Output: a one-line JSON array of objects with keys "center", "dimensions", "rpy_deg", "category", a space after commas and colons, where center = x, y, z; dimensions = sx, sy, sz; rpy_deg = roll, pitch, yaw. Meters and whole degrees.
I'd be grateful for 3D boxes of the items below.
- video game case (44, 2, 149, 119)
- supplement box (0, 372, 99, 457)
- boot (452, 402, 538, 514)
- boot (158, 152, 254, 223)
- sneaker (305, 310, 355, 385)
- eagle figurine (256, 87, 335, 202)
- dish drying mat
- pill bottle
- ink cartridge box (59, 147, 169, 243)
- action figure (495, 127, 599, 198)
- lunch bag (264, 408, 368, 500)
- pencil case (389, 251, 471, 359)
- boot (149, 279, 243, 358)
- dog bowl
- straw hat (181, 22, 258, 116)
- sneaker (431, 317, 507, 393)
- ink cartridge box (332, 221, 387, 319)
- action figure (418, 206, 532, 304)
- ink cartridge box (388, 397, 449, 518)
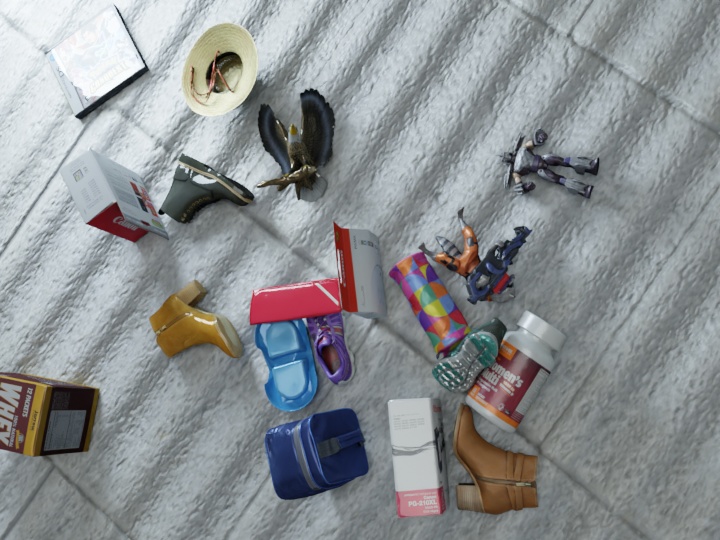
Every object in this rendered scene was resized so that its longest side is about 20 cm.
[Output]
[{"center": [-0.592, -0.468, 1.935], "dimensions": [0.198, 0.025, 0.183], "rpy_deg": [-32, 76, 8], "category": "video game case"}, {"center": [-0.674, 0.287, 1.753], "dimensions": [0.192, 0.200, 0.136], "rpy_deg": [8, 83, 14], "category": "supplement box"}, {"center": [0.248, 0.342, 1.586], "dimensions": [0.151, 0.074, 0.206], "rpy_deg": [-4, 93, 14], "category": "boot"}, {"center": [-0.322, -0.141, 1.802], "dimensions": [0.198, 0.077, 0.141], "rpy_deg": [29, 94, 29], "category": "boot"}, {"center": [-0.064, 0.123, 1.687], "dimensions": [0.079, 0.083, 0.204], "rpy_deg": [-25, 74, 8], "category": "sneaker"}, {"center": [-0.129, -0.255, 1.754], "dimensions": [0.149, 0.152, 0.203], "rpy_deg": [14, 46, -23], "category": "eagle figurine"}, {"center": [-0.126, 0.059, 1.693], "dimensions": [0.195, 0.018, 0.079], "rpy_deg": [-8, 63, 18], "category": "dish drying mat"}, {"center": [0.285, 0.183, 1.578], "dimensions": [0.108, 0.109, 0.203], "rpy_deg": [32, 90, 16], "category": "pill bottle"}, {"center": [-0.497, -0.131, 1.770], "dimensions": [0.083, 0.200, 0.178], "rpy_deg": [-32, 75, 7], "category": "ink cartridge box"}, {"center": [0.349, -0.200, 1.642], "dimensions": [0.196, 0.069, 0.133], "rpy_deg": [16, 95, 20], "category": "action figure"}, {"center": [-0.067, 0.336, 1.604], "dimensions": [0.130, 0.199, 0.139], "rpy_deg": [-21, 79, 28], "category": "lunch bag"}, {"center": [0.133, 0.066, 1.649], "dimensions": [0.087, 0.088, 0.203], "rpy_deg": [-30, 76, 7], "category": "pencil case"}, {"center": [-0.339, 0.136, 1.768], "dimensions": [0.144, 0.071, 0.202], "rpy_deg": [-42, 71, 11], "category": "boot"}, {"center": [-0.142, 0.176, 1.716], "dimensions": [0.109, 0.050, 0.205], "rpy_deg": [-16, 79, 11], "category": "dog bowl"}, {"center": [-0.275, -0.410, 1.818], "dimensions": [0.196, 0.085, 0.207], "rpy_deg": [-3, 84, 26], "category": "straw hat"}, {"center": [0.206, 0.155, 1.589], "dimensions": [0.078, 0.200, 0.091], "rpy_deg": [45, 49, 1], "category": "sneaker"}, {"center": [0.000, 0.000, 1.629], "dimensions": [0.046, 0.200, 0.164], "rpy_deg": [-8, 80, 12], "category": "ink cartridge box"}, {"center": [0.232, -0.023, 1.650], "dimensions": [0.199, 0.105, 0.194], "rpy_deg": [-38, 81, -23], "category": "action figure"}, {"center": [0.108, 0.336, 1.581], "dimensions": [0.082, 0.145, 0.206], "rpy_deg": [-7, 80, 11], "category": "ink cartridge box"}]
